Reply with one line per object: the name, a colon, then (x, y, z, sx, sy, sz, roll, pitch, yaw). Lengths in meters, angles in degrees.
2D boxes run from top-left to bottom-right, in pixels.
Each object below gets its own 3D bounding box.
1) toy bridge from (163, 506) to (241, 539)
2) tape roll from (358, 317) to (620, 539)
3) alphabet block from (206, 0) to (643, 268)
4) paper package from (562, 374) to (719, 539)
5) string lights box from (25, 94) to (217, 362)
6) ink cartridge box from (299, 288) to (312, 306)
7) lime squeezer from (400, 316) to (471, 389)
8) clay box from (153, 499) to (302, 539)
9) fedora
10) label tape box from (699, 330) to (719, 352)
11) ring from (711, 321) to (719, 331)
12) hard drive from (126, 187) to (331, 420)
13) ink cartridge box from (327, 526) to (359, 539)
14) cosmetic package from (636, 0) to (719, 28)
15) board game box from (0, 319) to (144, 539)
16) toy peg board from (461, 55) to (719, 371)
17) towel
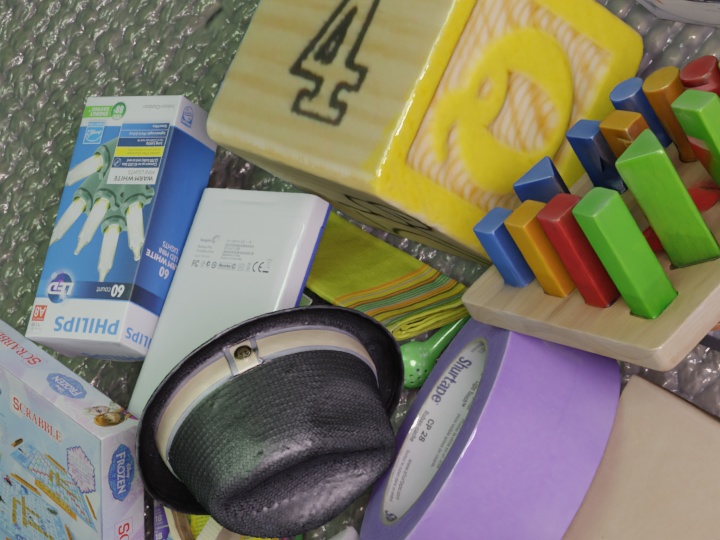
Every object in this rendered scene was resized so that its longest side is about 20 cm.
toy bridge: (-0.098, 0.188, 1.580, 0.200, 0.027, 0.068, 36, 94, 41)
tape roll: (0.082, 0.124, 1.418, 0.201, 0.084, 0.200, -60, 9, 16)
alphabet block: (0.045, -0.129, 1.535, 0.199, 0.195, 0.198, 21, 87, 47)
paper package: (0.207, 0.199, 1.349, 0.190, 0.103, 0.201, 32, 94, 41)
string lights box: (-0.183, -0.033, 1.696, 0.102, 0.059, 0.202, 1, 71, 35)
ink cartridge box: (-0.106, 0.028, 1.691, 0.200, 0.059, 0.104, 36, 94, 41)
lime squeezer: (0.018, 0.058, 1.597, 0.199, 0.038, 0.071, -19, 62, 33)
clay box: (-0.099, 0.211, 1.621, 0.114, 0.047, 0.202, -17, 61, 31)
fedora: (-0.049, 0.119, 1.469, 0.201, 0.200, 0.092, -46, 45, 14)
label tape box: (0.208, -0.040, 1.468, 0.199, 0.063, 0.145, 23, 87, 41)
ring: (0.244, -0.034, 1.336, 0.199, 0.019, 0.201, -30, 29, 19)
hard drive: (-0.101, 0.038, 1.607, 0.131, 0.025, 0.202, 5, 72, 47)
ink cartridge box: (-0.057, 0.300, 1.456, 0.199, 0.147, 0.145, -35, 93, 22)
cosmetic package: (0.218, -0.215, 1.439, 0.150, 0.199, 0.052, 13, 82, 41)
board game box: (-0.239, 0.167, 1.684, 0.199, 0.041, 0.201, 31, 129, 41)
toy peg board: (0.166, -0.056, 1.319, 0.200, 0.098, 0.199, -43, 28, -19)
towel: (0.000, 0.000, 1.595, 0.199, 0.085, 0.018, 30, 129, 49)
